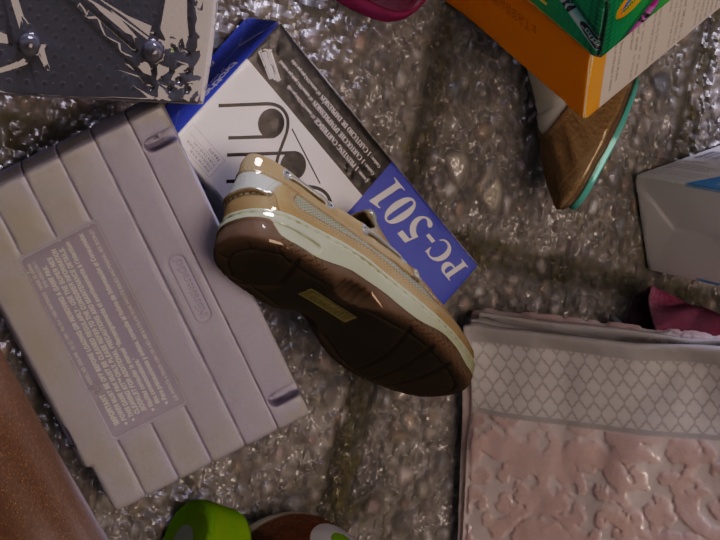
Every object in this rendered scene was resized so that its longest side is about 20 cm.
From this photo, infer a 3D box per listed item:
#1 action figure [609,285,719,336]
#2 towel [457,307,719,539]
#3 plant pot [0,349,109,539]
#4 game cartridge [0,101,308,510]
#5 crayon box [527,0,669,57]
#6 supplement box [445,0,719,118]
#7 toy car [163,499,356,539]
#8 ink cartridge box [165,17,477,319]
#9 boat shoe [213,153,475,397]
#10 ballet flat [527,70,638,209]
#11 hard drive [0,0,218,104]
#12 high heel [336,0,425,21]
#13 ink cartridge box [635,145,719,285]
[{"bbox_3d":[0.260,0.063,1.454,0.198,0.149,0.135,4,90,-18],"label":"action figure"},{"bbox_3d":[0.149,0.125,1.366,0.032,0.199,0.193,-19,111,-59],"label":"towel"},{"bbox_3d":[-0.231,0.113,1.136,0.200,0.200,0.199,-43,124,-18],"label":"plant pot"},{"bbox_3d":[-0.125,0.020,1.248,0.129,0.038,0.201,-24,112,0],"label":"game cartridge"},{"bbox_3d":[0.106,-0.227,1.283,0.119,0.200,0.058,-39,158,-20],"label":"crayon box"},{"bbox_3d":[0.159,-0.200,1.346,0.200,0.126,0.074,-38,155,-20],"label":"supplement box"},{"bbox_3d":[-0.014,0.229,1.274,0.163,0.200,0.159,22,86,-32],"label":"toy car"},{"bbox_3d":[-0.026,-0.040,1.314,0.094,0.044,0.200,-48,119,-14],"label":"ink cartridge box"},{"bbox_3d":[0.000,0.000,1.274,0.200,0.071,0.077,40,45,-42],"label":"boat shoe"},{"bbox_3d":[0.146,-0.136,1.398,0.072,0.068,0.201,32,80,-11],"label":"ballet flat"},{"bbox_3d":[-0.139,-0.189,1.194,0.134,0.042,0.202,2,90,-11],"label":"hard drive"},{"bbox_3d":[-0.049,-0.197,1.284,0.199,0.096,0.068,31,80,-10],"label":"high heel"},{"bbox_3d":[0.290,-0.051,1.463,0.199,0.116,0.067,-19,107,-27],"label":"ink cartridge box"}]
